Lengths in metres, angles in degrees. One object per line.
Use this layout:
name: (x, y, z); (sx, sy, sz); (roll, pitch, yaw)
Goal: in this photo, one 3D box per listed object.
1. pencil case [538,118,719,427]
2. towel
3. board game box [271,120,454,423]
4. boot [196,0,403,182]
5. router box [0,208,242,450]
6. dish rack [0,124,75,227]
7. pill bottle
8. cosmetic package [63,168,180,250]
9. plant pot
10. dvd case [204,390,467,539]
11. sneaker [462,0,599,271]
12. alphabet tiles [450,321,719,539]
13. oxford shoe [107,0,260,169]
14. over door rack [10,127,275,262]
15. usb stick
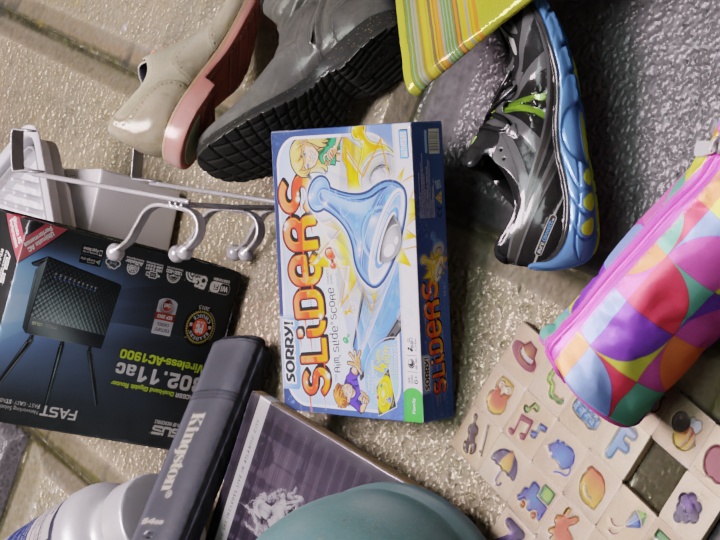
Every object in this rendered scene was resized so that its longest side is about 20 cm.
pencil case: (0.186, -0.005, 0.956); (0.200, 0.088, 0.088); (-55, 46, 19)
towel: (0.096, -0.196, 1.074); (0.200, 0.018, 0.086); (-35, 47, 38)
board game box: (0.000, 0.000, 1.150); (0.135, 0.034, 0.201); (0, 95, 43)
boot: (-0.050, -0.163, 1.258); (0.200, 0.068, 0.131); (-35, 50, 11)
router box: (-0.201, 0.049, 1.269); (0.062, 0.199, 0.151); (17, 92, 52)
dish rack: (-0.292, -0.003, 1.379); (0.200, 0.043, 0.172); (-44, 46, 35)
pill bottle: (-0.213, 0.233, 1.298); (0.200, 0.111, 0.111); (-33, 56, 36)
cosmetic package: (-0.229, 0.019, 1.396); (0.107, 0.085, 0.201); (3, 82, 51)
plant pot: (-0.018, 0.237, 1.045); (0.200, 0.134, 0.201); (-3, 85, 38)
dvd case: (-0.026, 0.191, 1.150); (0.200, 0.016, 0.149); (26, 104, 37)
sneaker: (0.103, -0.096, 1.069); (0.082, 0.071, 0.201); (-8, 72, 11)
alphabet tiles: (0.136, 0.125, 1.034); (0.200, 0.008, 0.168); (45, 112, 44)
oxford shoe: (-0.131, -0.164, 1.293); (0.071, 0.074, 0.200); (99, -169, -45)
over door rack: (-0.151, -0.047, 1.256); (0.199, 0.147, 0.067); (24, 103, 33)
usb stick: (-0.119, 0.135, 1.229); (0.055, 0.033, 0.201); (0, 55, 33)
